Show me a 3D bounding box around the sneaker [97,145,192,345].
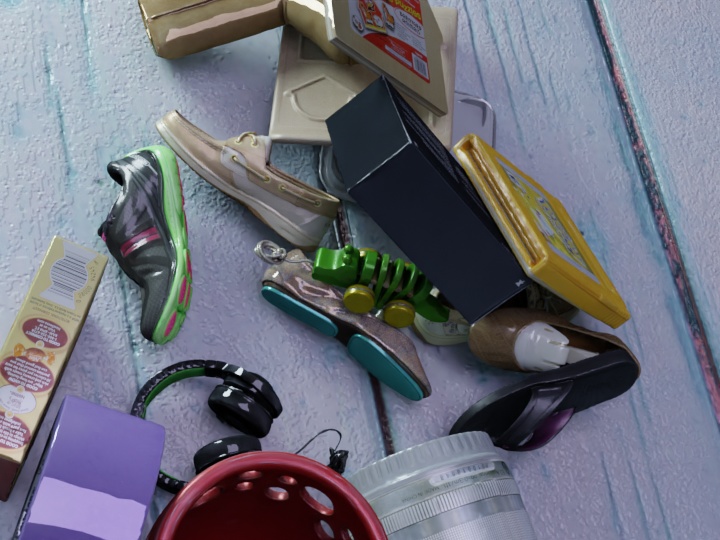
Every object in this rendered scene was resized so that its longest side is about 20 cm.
[{"bbox_3d":[-0.203,-0.021,1.238,0.083,0.077,0.201,-7,65,-4],"label":"sneaker"}]

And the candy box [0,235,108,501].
[{"bbox_3d":[-0.281,0.084,1.120,0.055,0.115,0.201,23,59,-9],"label":"candy box"}]

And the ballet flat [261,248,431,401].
[{"bbox_3d":[-0.001,0.046,1.276,0.200,0.068,0.067,36,66,-3],"label":"ballet flat"}]

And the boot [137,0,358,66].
[{"bbox_3d":[-0.113,-0.247,1.336,0.199,0.066,0.176,-16,47,-11],"label":"boot"}]

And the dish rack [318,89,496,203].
[{"bbox_3d":[0.060,-0.139,1.407,0.199,0.044,0.172,13,62,-15],"label":"dish rack"}]

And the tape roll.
[{"bbox_3d":[-0.226,0.205,1.034,0.085,0.200,0.201,20,60,-11],"label":"tape roll"}]

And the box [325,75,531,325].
[{"bbox_3d":[0.063,-0.066,1.237,0.200,0.079,0.141,46,13,-31],"label":"box"}]

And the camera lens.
[{"bbox_3d":[0.080,0.261,1.152,0.159,0.160,0.201,-11,70,-26],"label":"camera lens"}]

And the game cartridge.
[{"bbox_3d":[0.188,-0.037,1.325,0.200,0.032,0.177,26,31,-50],"label":"game cartridge"}]

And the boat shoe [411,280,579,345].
[{"bbox_3d":[0.149,0.035,1.346,0.199,0.063,0.074,-11,70,-25],"label":"boat shoe"}]

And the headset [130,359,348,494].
[{"bbox_3d":[-0.109,0.154,1.195,0.199,0.094,0.124,11,65,1],"label":"headset"}]

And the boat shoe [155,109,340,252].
[{"bbox_3d":[-0.107,-0.102,1.293,0.200,0.074,0.069,37,100,-10],"label":"boat shoe"}]

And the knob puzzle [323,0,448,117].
[{"bbox_3d":[0.013,-0.266,1.296,0.219,0.030,0.221,33,44,-40],"label":"knob puzzle"}]

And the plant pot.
[{"bbox_3d":[-0.091,0.268,1.067,0.199,0.183,0.201,9,62,-17],"label":"plant pot"}]

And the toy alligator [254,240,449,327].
[{"bbox_3d":[0.000,0.000,1.242,0.199,0.054,0.059,21,48,-10],"label":"toy alligator"}]

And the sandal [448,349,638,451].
[{"bbox_3d":[0.180,0.135,1.270,0.200,0.075,0.048,-22,49,-4],"label":"sandal"}]

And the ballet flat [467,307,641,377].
[{"bbox_3d":[0.203,0.083,1.316,0.199,0.072,0.068,16,95,-30],"label":"ballet flat"}]

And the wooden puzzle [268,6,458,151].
[{"bbox_3d":[0.006,-0.198,1.366,0.184,0.046,0.201,4,57,2],"label":"wooden puzzle"}]
